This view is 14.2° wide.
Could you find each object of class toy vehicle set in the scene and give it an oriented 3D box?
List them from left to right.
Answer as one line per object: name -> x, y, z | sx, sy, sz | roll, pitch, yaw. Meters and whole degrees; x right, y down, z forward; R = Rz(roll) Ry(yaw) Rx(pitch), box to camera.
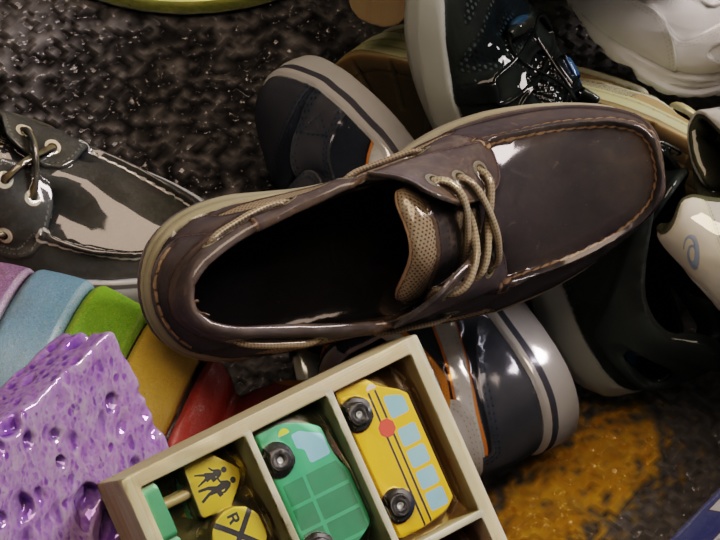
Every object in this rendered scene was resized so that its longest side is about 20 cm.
toy vehicle set -> 0.004, 0.138, 1.007 | 0.124, 0.026, 0.201 | -26, 95, -25

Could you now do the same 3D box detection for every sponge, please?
sponge -> -0.131, 0.120, 0.963 | 0.030, 0.112, 0.200 | 0, 33, 42

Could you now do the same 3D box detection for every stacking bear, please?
stacking bear -> -0.091, 0.061, 1.088 | 0.199, 0.122, 0.114 | 21, 74, 3

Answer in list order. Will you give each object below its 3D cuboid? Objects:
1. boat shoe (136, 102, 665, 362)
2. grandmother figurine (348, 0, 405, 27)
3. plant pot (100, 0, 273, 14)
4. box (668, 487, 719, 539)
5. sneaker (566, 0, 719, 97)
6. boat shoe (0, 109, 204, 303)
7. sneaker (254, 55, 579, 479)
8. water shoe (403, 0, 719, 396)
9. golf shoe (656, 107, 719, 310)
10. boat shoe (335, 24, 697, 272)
boat shoe -> 0.021, -0.008, 1.033 | 0.199, 0.073, 0.075 | -19, 101, -8
grandmother figurine -> 0.061, -0.155, 1.228 | 0.121, 0.061, 0.200 | 36, 36, -4
plant pot -> -0.076, -0.247, 1.245 | 0.199, 0.185, 0.201 | 0, 55, -1
box -> 0.152, 0.105, 0.996 | 0.200, 0.032, 0.121 | -42, 22, -21
sneaker -> 0.177, -0.121, 1.179 | 0.199, 0.099, 0.078 | 8, 51, -24
boat shoe -> -0.151, -0.035, 1.178 | 0.199, 0.057, 0.069 | 14, 57, 9
sneaker -> 0.000, 0.000, 1.143 | 0.079, 0.079, 0.200 | -25, 61, -23
water shoe -> 0.088, -0.045, 1.111 | 0.079, 0.201, 0.072 | -10, 29, 36
golf shoe -> 0.175, -0.046, 1.095 | 0.097, 0.078, 0.200 | 34, 39, 0
boat shoe -> 0.085, -0.054, 1.189 | 0.200, 0.073, 0.063 | 17, 32, 18
